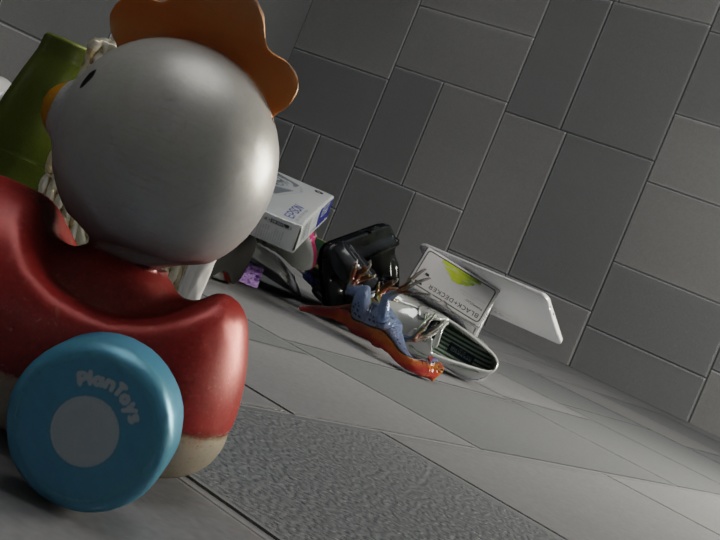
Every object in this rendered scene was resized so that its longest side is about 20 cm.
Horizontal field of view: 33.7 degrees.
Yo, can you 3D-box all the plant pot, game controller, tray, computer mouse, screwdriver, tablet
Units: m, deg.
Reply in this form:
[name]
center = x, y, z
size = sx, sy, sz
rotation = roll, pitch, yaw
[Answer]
[plant pot]
center = -0.377, -0.190, 1.518
size = 0.198, 0.196, 0.200
rotation = 23, 2, -1
[game controller]
center = 0.000, 0.000, 1.624
size = 0.042, 0.106, 0.199
rotation = 8, 15, 28
[tray]
center = -0.132, -0.013, 1.607
size = 0.107, 0.022, 0.200
rotation = 33, -5, 9
[computer mouse]
center = 0.008, 0.009, 1.559
size = 0.059, 0.034, 0.200
rotation = 54, 10, 28
[screwdriver]
center = -0.089, -0.009, 1.641
size = 0.200, 0.028, 0.029
rotation = 45, -32, -1
[tablet]
center = 0.174, 0.032, 1.583
size = 0.198, 0.014, 0.131
rotation = 24, -21, 30

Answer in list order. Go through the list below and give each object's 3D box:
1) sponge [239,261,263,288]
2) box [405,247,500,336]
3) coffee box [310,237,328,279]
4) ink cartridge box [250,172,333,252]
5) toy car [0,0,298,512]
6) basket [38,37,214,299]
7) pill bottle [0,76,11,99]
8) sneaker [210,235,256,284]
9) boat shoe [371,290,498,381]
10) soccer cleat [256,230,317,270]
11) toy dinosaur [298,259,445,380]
[sponge]
center = -0.226, -0.032, 1.506
size = 0.199, 0.030, 0.111
rotation = 22, 4, -44
[box]
center = 0.116, 0.054, 1.622
size = 0.116, 0.061, 0.200
rotation = 31, -18, 9
[coffee box]
center = -0.023, 0.016, 1.724
size = 0.122, 0.044, 0.200
rotation = 26, -12, 43
[ink cartridge box]
center = -0.145, -0.097, 1.475
size = 0.197, 0.041, 0.200
rotation = 22, 17, 4
[toy car]
center = -0.108, -0.033, 0.497
size = 0.175, 0.203, 0.184
rotation = 23, 2, 0
[basket]
center = -0.190, -0.089, 1.051
size = 0.159, 0.201, 0.200
rotation = 20, 3, -12
[pill bottle]
center = -0.638, -0.279, 1.947
size = 0.198, 0.114, 0.112
rotation = 24, 2, 16
[sneaker]
center = -0.196, -0.035, 1.406
size = 0.107, 0.068, 0.201
rotation = 26, 5, 10
[boat shoe]
center = 0.091, 0.077, 1.523
size = 0.197, 0.075, 0.067
rotation = 24, -16, -11
[soccer cleat]
center = -0.122, -0.053, 1.582
size = 0.085, 0.071, 0.200
rotation = -10, 32, -21
[toy dinosaur]
center = 0.032, 0.076, 1.420
size = 0.105, 0.199, 0.183
rotation = 40, 27, -33
